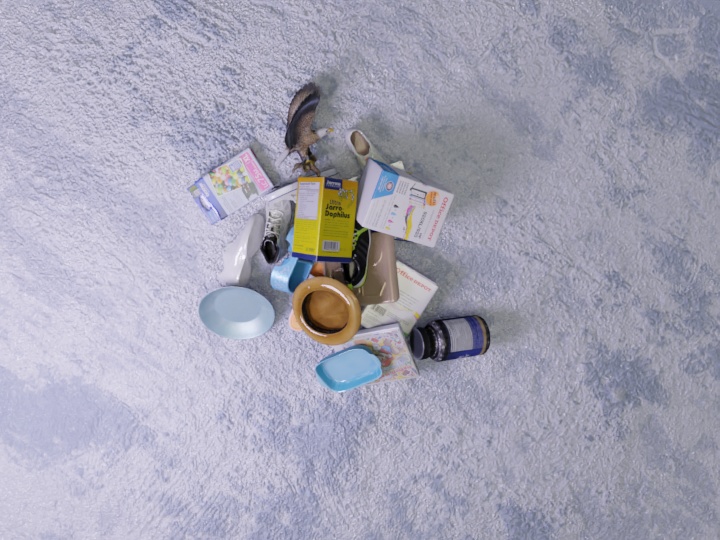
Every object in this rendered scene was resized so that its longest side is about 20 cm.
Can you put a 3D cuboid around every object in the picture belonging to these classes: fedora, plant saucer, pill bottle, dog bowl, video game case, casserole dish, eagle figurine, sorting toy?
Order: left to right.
[{"bbox_3d":[-0.326,0.103,1.636,0.200,0.039,0.202,-2,133,-2],"label":"plant saucer"},{"bbox_3d":[-0.160,-0.031,1.600,0.049,0.111,0.201,28,97,24],"label":"dog bowl"},{"bbox_3d":[-0.139,-0.349,1.524,0.151,0.151,0.201,-37,128,-39],"label":"eagle figurine"},{"bbox_3d":[-0.076,0.094,1.582,0.200,0.082,0.202,10,113,24],"label":"fedora"},{"bbox_3d":[-0.031,0.262,1.674,0.199,0.039,0.121,-26,115,25],"label":"casserole dish"},{"bbox_3d":[0.000,0.000,1.622,0.199,0.036,0.186,-7,85,19],"label":"sorting toy"},{"bbox_3d":[0.040,0.234,1.676,0.199,0.023,0.183,-13,121,18],"label":"video game case"},{"bbox_3d":[0.240,0.185,1.667,0.199,0.112,0.113,-5,104,-21],"label":"pill bottle"}]

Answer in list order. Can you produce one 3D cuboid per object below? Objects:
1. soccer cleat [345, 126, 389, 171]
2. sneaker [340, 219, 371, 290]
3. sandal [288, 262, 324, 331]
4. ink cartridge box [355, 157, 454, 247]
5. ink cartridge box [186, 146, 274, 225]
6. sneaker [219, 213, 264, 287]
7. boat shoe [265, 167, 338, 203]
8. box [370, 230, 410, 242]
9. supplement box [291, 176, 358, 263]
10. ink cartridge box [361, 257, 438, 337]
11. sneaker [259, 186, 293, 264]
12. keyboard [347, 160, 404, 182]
[{"bbox_3d":[0.027,-0.278,1.578,0.069,0.078,0.200,-37,100,3],"label":"soccer cleat"},{"bbox_3d":[-0.015,-0.051,1.567,0.071,0.083,0.201,-5,85,18],"label":"sneaker"},{"bbox_3d":[-0.132,0.078,1.661,0.079,0.059,0.208,22,100,-10],"label":"sandal"},{"bbox_3d":[0.100,-0.167,1.528,0.199,0.145,0.148,15,106,-20],"label":"ink cartridge box"},{"bbox_3d":[-0.336,-0.214,1.588,0.199,0.042,0.120,-32,103,4],"label":"ink cartridge box"},{"bbox_3d":[-0.318,-0.060,1.615,0.088,0.075,0.201,20,92,22],"label":"sneaker"},{"bbox_3d":[-0.139,-0.192,1.574,0.201,0.075,0.087,-25,103,-25],"label":"boat shoe"},{"bbox_3d":[0.052,-0.146,1.634,0.199,0.032,0.122,6,107,-9],"label":"box"},{"bbox_3d":[-0.087,-0.124,1.506,0.109,0.109,0.201,2,96,-40],"label":"supplement box"},{"bbox_3d":[0.095,0.080,1.668,0.144,0.084,0.201,30,100,-11],"label":"ink cartridge box"},{"bbox_3d":[-0.213,-0.111,1.581,0.075,0.115,0.202,5,102,-4],"label":"sneaker"},{"bbox_3d":[0.024,-0.232,1.630,0.199,0.011,0.057,-20,99,0],"label":"keyboard"}]
